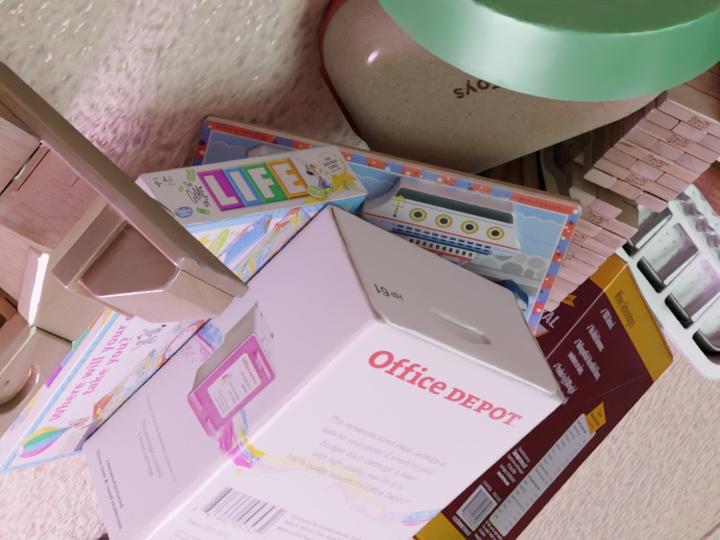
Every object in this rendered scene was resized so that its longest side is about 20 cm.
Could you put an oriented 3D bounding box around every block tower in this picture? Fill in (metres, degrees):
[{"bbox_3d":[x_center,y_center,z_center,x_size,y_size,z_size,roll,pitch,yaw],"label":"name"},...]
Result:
[{"bbox_3d":[0.138,-0.056,1.578,0.200,0.058,0.054,-44,-148,45],"label":"block tower"}]

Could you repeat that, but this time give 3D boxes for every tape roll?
[{"bbox_3d":[0.098,-0.169,1.374,0.200,0.200,0.048,-35,153,-33],"label":"tape roll"}]

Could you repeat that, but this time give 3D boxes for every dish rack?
[{"bbox_3d":[0.244,-0.049,1.798,0.200,0.044,0.172,-42,117,-4],"label":"dish rack"}]

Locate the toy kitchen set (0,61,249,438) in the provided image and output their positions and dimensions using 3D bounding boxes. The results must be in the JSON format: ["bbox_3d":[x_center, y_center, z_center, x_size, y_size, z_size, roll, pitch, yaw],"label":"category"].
[{"bbox_3d":[-0.166,0.022,1.226,0.181,0.163,0.200,-51,157,3],"label":"toy kitchen set"}]

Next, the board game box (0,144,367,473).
[{"bbox_3d":[-0.099,0.020,1.442,0.134,0.034,0.200,-12,150,-46],"label":"board game box"}]

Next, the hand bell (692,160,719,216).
[{"bbox_3d":[0.186,-0.069,1.693,0.104,0.200,0.104,-40,156,-22],"label":"hand bell"}]

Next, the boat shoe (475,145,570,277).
[{"bbox_3d":[0.066,-0.060,1.582,0.200,0.068,0.072,-111,-138,-66],"label":"boat shoe"}]

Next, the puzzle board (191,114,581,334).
[{"bbox_3d":[0.000,0.000,1.500,0.017,0.199,0.151,-84,-171,-47],"label":"puzzle board"}]

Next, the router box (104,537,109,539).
[{"bbox_3d":[-0.053,0.209,1.682,0.157,0.200,0.052,-35,154,-33],"label":"router box"}]

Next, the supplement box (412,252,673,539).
[{"bbox_3d":[0.067,0.060,1.761,0.200,0.133,0.197,-48,157,-4],"label":"supplement box"}]

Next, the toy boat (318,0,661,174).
[{"bbox_3d":[0.078,-0.142,1.495,0.199,0.131,0.131,-20,129,13],"label":"toy boat"}]

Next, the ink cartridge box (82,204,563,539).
[{"bbox_3d":[-0.019,0.077,1.459,0.144,0.085,0.200,25,122,-42],"label":"ink cartridge box"}]
